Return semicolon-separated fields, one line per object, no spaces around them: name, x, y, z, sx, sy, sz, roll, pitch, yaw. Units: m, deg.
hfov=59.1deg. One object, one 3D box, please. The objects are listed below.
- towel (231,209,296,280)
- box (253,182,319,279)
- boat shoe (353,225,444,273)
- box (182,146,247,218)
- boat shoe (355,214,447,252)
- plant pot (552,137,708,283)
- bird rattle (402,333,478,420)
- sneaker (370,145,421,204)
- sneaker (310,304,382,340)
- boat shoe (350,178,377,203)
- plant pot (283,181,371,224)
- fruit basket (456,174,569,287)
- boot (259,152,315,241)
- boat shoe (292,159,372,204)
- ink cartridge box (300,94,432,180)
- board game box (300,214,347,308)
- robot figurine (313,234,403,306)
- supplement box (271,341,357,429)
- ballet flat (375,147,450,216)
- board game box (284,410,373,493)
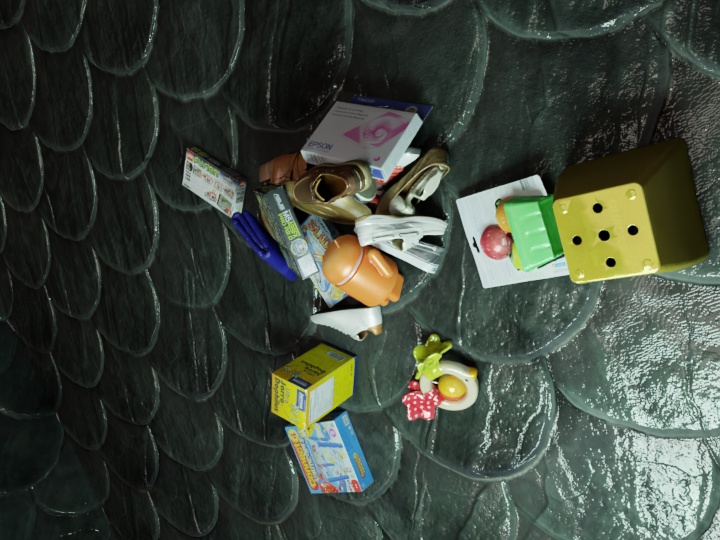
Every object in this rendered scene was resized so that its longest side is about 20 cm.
towel;-0.219;-0.060;1.505;0.049;0.200;0.148;-42;71;-1
box;-0.163;-0.089;1.391;0.202;0.044;0.160;67;168;-15
boat shoe;0.081;-0.067;1.331;0.198;0.073;0.069;28;105;20
box;-0.384;-0.232;1.663;0.199;0.035;0.111;34;124;24
boat shoe;0.082;-0.071;1.257;0.071;0.198;0.070;161;107;-67
plant pot;0.410;-0.077;1.007;0.199;0.176;0.202;-10;100;40
bird rattle;0.172;0.252;1.369;0.161;0.113;0.202;12;117;17
sneaker;0.047;-0.192;1.296;0.200;0.067;0.109;2;91;49
sneaker;-0.036;0.128;1.497;0.198;0.073;0.086;-5;101;38
boat shoe;-0.027;-0.193;1.277;0.066;0.074;0.200;-55;47;36
plant pot;-0.074;-0.139;1.359;0.198;0.200;0.028;11;79;34
fruit basket;0.282;-0.068;1.185;0.199;0.093;0.187;-13;98;56
boot;-0.155;-0.173;1.480;0.154;0.076;0.203;-9;84;34
boat shoe;-0.068;-0.161;1.197;0.199;0.067;0.073;-6;110;46
ink cartridge box;0.012;-0.277;1.240;0.195;0.201;0.043;17;155;31
board game box;-0.079;-0.030;1.499;0.135;0.034;0.201;-41;80;40
robot figurine;0.001;-0.001;1.354;0.117;0.199;0.144;-56;25;5
supplement box;-0.109;0.271;1.524;0.109;0.199;0.110;19;117;31
ballet flat;0.106;-0.155;1.256;0.200;0.068;0.073;-44;37;21
board game box;-0.085;0.483;1.678;0.195;0.056;0.202;-20;94;40
